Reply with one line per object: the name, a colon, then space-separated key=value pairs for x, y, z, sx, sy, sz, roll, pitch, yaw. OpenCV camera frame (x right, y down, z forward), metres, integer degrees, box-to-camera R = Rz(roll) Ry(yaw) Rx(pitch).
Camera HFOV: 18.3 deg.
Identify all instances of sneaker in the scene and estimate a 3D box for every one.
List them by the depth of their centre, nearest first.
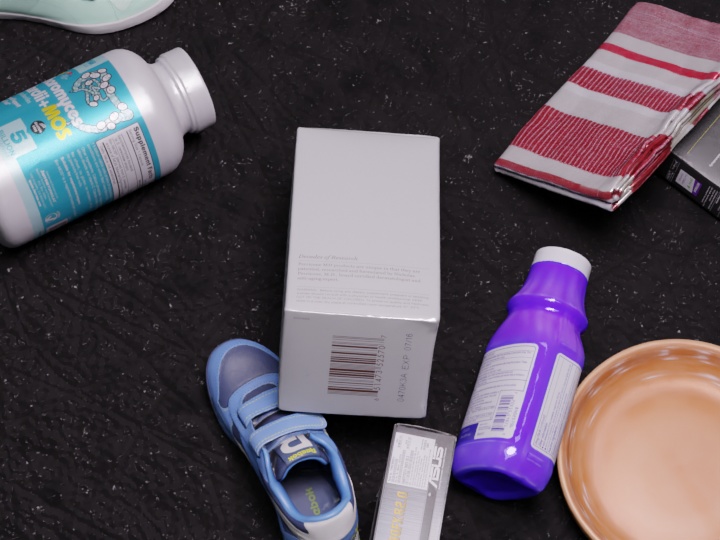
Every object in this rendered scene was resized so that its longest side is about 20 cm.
sneaker: x=-0.056 y=0.130 z=1.707 sx=0.074 sy=0.082 sz=0.200 roll=-26 pitch=68 yaw=-12
sneaker: x=-0.250 y=-0.257 z=1.851 sx=0.200 sy=0.118 sz=0.074 roll=-1 pitch=64 yaw=-4

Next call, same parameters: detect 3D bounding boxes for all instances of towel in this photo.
towel: x=0.217 y=-0.139 z=1.822 sx=0.200 sy=0.023 sz=0.144 roll=-47 pitch=39 yaw=-18

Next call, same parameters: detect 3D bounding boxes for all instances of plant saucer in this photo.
plant saucer: x=0.250 y=0.152 z=1.737 sx=0.200 sy=0.037 sz=0.200 roll=1 pitch=66 yaw=-3

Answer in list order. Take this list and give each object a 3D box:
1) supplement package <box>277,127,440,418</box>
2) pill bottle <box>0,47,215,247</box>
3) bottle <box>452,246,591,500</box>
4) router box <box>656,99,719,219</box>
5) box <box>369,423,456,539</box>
supplement package: x=0.000 y=0.000 z=1.717 sx=0.117 sy=0.117 sz=0.200 roll=3 pitch=46 yaw=-2
pill bottle: x=-0.219 y=-0.107 z=1.789 sx=0.200 sy=0.111 sz=0.111 roll=-27 pitch=70 yaw=-14
bottle: x=0.132 y=0.078 z=1.738 sx=0.065 sy=0.083 sz=0.200 roll=32 pitch=62 yaw=-27
router box: x=0.344 y=-0.132 z=1.859 sx=0.149 sy=0.051 sz=0.200 roll=38 pitch=70 yaw=12
box: x=0.024 y=0.232 z=1.623 sx=0.048 sy=0.158 sz=0.200 roll=11 pitch=66 yaw=0
